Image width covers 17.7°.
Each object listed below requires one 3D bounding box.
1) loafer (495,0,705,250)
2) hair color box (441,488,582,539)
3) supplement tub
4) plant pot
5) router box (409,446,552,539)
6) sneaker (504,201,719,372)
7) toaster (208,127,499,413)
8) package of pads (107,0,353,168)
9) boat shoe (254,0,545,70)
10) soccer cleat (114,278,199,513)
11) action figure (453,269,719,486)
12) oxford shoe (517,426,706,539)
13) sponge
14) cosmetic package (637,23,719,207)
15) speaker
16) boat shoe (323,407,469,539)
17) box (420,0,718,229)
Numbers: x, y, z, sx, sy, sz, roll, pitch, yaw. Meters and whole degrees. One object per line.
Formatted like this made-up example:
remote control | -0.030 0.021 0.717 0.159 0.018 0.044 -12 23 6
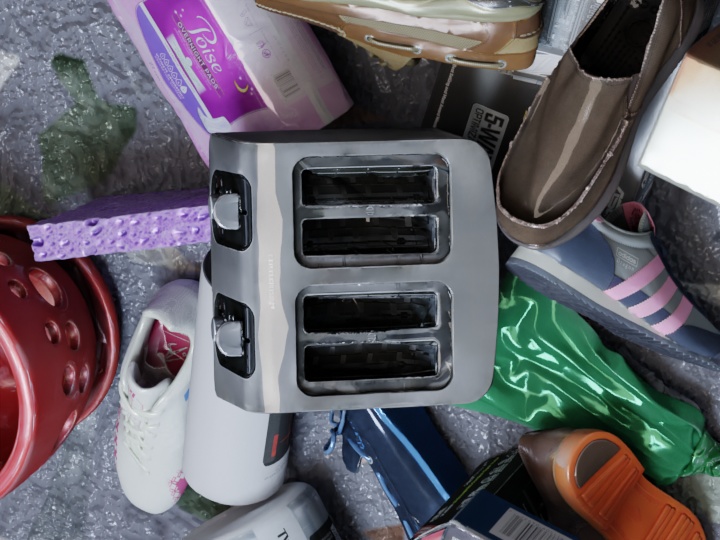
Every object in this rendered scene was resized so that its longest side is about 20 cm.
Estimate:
loafer | 0.139 -0.109 1.435 0.073 0.071 0.200 27 87 27
hair color box | 0.080 0.255 1.514 0.100 0.061 0.200 26 116 16
supplement tub | -0.046 0.269 1.711 0.122 0.123 0.200 -25 95 29
plant pot | -0.285 0.061 1.716 0.200 0.182 0.201 8 110 23
router box | 0.124 0.237 1.608 0.062 0.150 0.200 -25 95 28
sneaker | 0.186 0.003 1.516 0.070 0.200 0.082 16 79 52
toaster | 0.000 0.000 1.505 0.200 0.119 0.181 -1 96 -11
package of pads | -0.098 -0.166 1.601 0.200 0.076 0.120 59 147 -2
boat shoe | 0.024 -0.165 1.508 0.200 0.076 0.074 10 126 23
soccer cleat | -0.157 0.100 1.726 0.070 0.086 0.200 21 114 17
action figure | 0.166 0.090 1.597 0.200 0.055 0.118 30 115 5
oxford shoe | 0.179 0.176 1.598 0.073 0.071 0.200 11 142 52
sponge | -0.126 -0.039 1.652 0.200 0.112 0.030 -6 100 26
cosmetic package | 0.291 -0.071 1.461 0.200 0.103 0.087 28 117 12
speaker | -0.083 0.074 1.658 0.081 0.081 0.200 23 131 16
boat shoe | 0.012 0.126 1.661 0.069 0.084 0.200 -32 90 24
box | 0.137 -0.133 1.539 0.158 0.050 0.200 25 115 14
